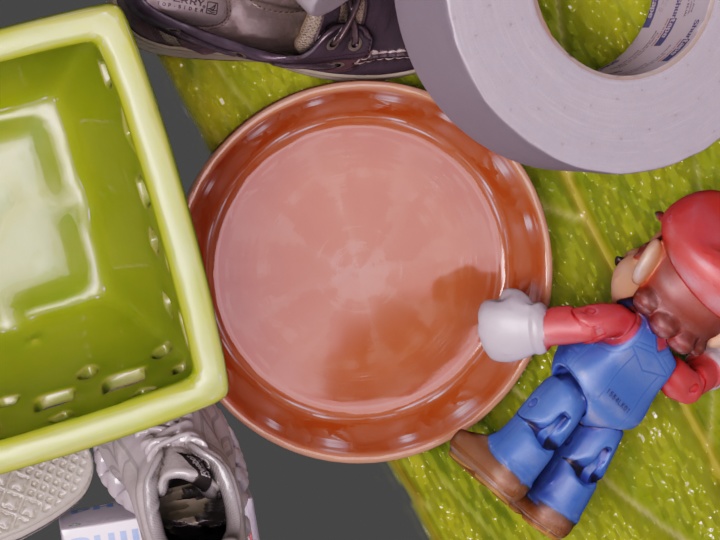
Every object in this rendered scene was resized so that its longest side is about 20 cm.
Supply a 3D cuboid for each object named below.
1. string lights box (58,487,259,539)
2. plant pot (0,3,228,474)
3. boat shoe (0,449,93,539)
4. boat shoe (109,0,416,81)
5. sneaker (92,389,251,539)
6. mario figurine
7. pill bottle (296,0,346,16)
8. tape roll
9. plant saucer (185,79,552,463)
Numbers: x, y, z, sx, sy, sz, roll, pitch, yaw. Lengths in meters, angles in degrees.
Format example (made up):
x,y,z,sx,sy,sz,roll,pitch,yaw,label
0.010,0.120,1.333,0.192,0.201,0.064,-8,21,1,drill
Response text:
x,y,z,sx,sy,sz,roll,pitch,yaw,label
-0.093,0.218,1.528,0.103,0.059,0.200,-10,97,-5,string lights box
-0.187,-0.015,1.426,0.200,0.181,0.199,-16,99,-6,plant pot
-0.233,0.126,1.496,0.200,0.062,0.075,-22,80,-7,boat shoe
-0.026,-0.133,1.492,0.200,0.065,0.072,4,95,-9,boat shoe
-0.090,0.101,1.455,0.075,0.200,0.081,-16,137,-9,sneaker
0.132,0.039,1.528,0.106,0.123,0.200,40,88,22,mario figurine
-0.060,-0.224,1.430,0.111,0.111,0.200,-41,83,-1,pill bottle
0.120,-0.149,1.486,0.200,0.066,0.200,-2,95,-24,tape roll
0.000,0.000,1.529,0.200,0.032,0.200,-1,97,-7,plant saucer
